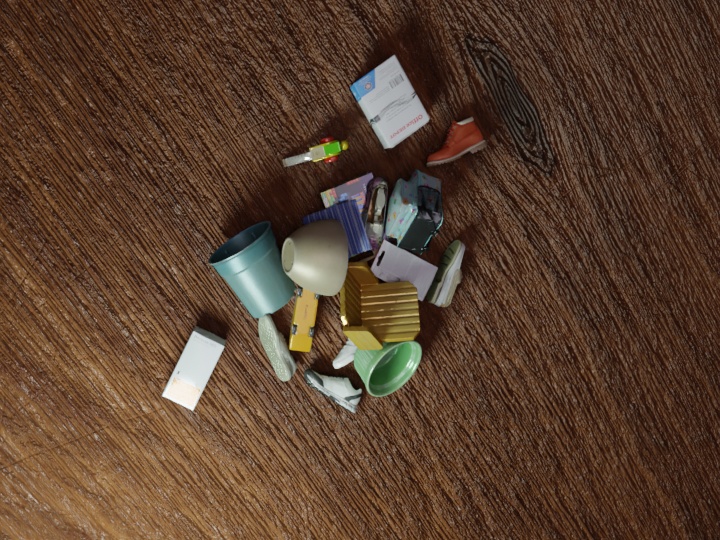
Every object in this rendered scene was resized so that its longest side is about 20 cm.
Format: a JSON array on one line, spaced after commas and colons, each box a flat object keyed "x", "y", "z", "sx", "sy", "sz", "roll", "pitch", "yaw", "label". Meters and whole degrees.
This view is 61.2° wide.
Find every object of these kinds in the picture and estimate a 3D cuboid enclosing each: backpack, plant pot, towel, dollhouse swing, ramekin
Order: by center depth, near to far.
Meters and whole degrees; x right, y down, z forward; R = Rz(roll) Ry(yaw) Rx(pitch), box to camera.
[{"x": -0.133, "y": -0.036, "z": 1.615, "sx": 0.131, "sy": 0.199, "sz": 0.208, "roll": 1, "pitch": 98, "yaw": -29, "label": "plant pot"}, {"x": 0.056, "y": 0.087, "z": 1.641, "sx": 0.170, "sy": 0.182, "sz": 0.206, "roll": -12, "pitch": 59, "yaw": 18, "label": "dollhouse swing"}, {"x": -0.281, "y": 0.006, "z": 1.657, "sx": 0.197, "sy": 0.200, "sz": 0.200, "roll": -31, "pitch": 110, "yaw": -5, "label": "plant pot"}, {"x": 0.153, "y": -0.175, "z": 1.701, "sx": 0.149, "sy": 0.204, "sz": 0.178, "roll": 20, "pitch": 139, "yaw": -4, "label": "backpack"}, {"x": -0.067, "y": -0.105, "z": 1.701, "sx": 0.195, "sy": 0.024, "sz": 0.149, "roll": -14, "pitch": 100, "yaw": 34, "label": "towel"}, {"x": 0.073, "y": 0.253, "z": 1.756, "sx": 0.196, "sy": 0.098, "sz": 0.205, "roll": -24, "pitch": 136, "yaw": -25, "label": "ramekin"}]

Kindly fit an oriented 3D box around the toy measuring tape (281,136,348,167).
[{"x": -0.122, "y": -0.328, "z": 1.709, "sx": 0.194, "sy": 0.074, "sz": 0.076, "roll": -14, "pitch": 101, "yaw": 15, "label": "toy measuring tape"}]

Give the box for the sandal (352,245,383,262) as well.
[{"x": 0.001, "y": 0.000, "z": 1.759, "sx": 0.208, "sy": 0.078, "sz": 0.071, "roll": -30, "pitch": 96, "yaw": -10, "label": "sandal"}]

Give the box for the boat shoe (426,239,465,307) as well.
[{"x": 0.268, "y": 0.011, "z": 1.817, "sx": 0.067, "sy": 0.075, "sz": 0.205, "roll": 21, "pitch": 101, "yaw": -18, "label": "boat shoe"}]

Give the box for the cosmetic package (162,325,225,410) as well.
[{"x": -0.467, "y": 0.273, "z": 1.713, "sx": 0.099, "sy": 0.071, "sz": 0.205, "roll": 26, "pitch": 92, "yaw": -12, "label": "cosmetic package"}]

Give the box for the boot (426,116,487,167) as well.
[{"x": 0.263, "y": -0.369, "z": 1.763, "sx": 0.196, "sy": 0.075, "sz": 0.110, "roll": -27, "pitch": 99, "yaw": -14, "label": "boot"}]

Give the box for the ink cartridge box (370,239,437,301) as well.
[{"x": 0.120, "y": -0.004, "z": 1.782, "sx": 0.196, "sy": 0.050, "sz": 0.112, "roll": 26, "pitch": 92, "yaw": -20, "label": "ink cartridge box"}]

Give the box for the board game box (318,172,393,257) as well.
[{"x": -0.012, "y": -0.156, "z": 1.745, "sx": 0.161, "sy": 0.057, "sz": 0.206, "roll": -22, "pitch": 101, "yaw": -6, "label": "board game box"}]

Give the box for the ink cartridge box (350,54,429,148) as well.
[{"x": 0.082, "y": -0.467, "z": 1.704, "sx": 0.142, "sy": 0.084, "sz": 0.203, "roll": -33, "pitch": 101, "yaw": -4, "label": "ink cartridge box"}]

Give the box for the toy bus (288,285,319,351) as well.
[{"x": -0.161, "y": 0.127, "z": 1.746, "sx": 0.063, "sy": 0.078, "sz": 0.207, "roll": 8, "pitch": 96, "yaw": -10, "label": "toy bus"}]

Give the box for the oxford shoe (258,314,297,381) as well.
[{"x": -0.239, "y": 0.217, "z": 1.758, "sx": 0.057, "sy": 0.074, "sz": 0.206, "roll": -26, "pitch": 95, "yaw": -45, "label": "oxford shoe"}]

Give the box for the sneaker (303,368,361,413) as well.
[{"x": -0.081, "y": 0.340, "z": 1.804, "sx": 0.198, "sy": 0.073, "sz": 0.081, "roll": 36, "pitch": 76, "yaw": -17, "label": "sneaker"}]

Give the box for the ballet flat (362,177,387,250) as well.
[{"x": 0.043, "y": -0.156, "z": 1.692, "sx": 0.067, "sy": 0.071, "sz": 0.208, "roll": 5, "pitch": 97, "yaw": -13, "label": "ballet flat"}]

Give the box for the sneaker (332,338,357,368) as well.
[{"x": -0.015, "y": 0.203, "z": 1.796, "sx": 0.198, "sy": 0.075, "sz": 0.089, "roll": -38, "pitch": 91, "yaw": -10, "label": "sneaker"}]
